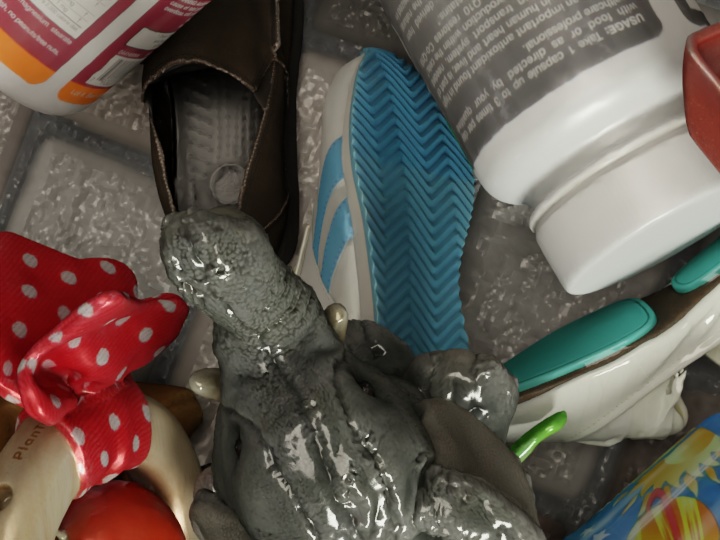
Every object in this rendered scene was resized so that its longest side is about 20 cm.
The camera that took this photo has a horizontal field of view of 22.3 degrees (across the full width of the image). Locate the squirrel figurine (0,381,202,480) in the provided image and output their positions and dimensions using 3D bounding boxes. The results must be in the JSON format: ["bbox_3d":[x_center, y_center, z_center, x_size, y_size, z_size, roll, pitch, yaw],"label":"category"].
[{"bbox_3d":[-0.191,0.079,0.749,0.142,0.187,0.200,42,93,10],"label":"squirrel figurine"}]

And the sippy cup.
[{"bbox_3d":[0.137,0.134,0.722,0.130,0.140,0.178,-50,123,-2],"label":"sippy cup"}]

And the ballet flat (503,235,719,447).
[{"bbox_3d":[0.137,0.032,0.768,0.200,0.069,0.069,-33,81,4],"label":"ballet flat"}]

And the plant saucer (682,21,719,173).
[{"bbox_3d":[0.220,-0.023,0.709,0.200,0.200,0.037,52,129,10],"label":"plant saucer"}]

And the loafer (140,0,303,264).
[{"bbox_3d":[-0.062,-0.094,0.801,0.073,0.071,0.200,-10,84,8],"label":"loafer"}]

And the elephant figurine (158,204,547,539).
[{"bbox_3d":[-0.007,0.078,0.612,0.155,0.200,0.142,25,87,6],"label":"elephant figurine"}]

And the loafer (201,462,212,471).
[{"bbox_3d":[-0.121,0.149,0.791,0.200,0.072,0.073,-41,121,1],"label":"loafer"}]

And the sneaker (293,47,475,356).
[{"bbox_3d":[0.000,0.000,0.780,0.081,0.076,0.200,-20,62,44],"label":"sneaker"}]

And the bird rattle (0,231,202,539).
[{"bbox_3d":[-0.111,0.095,0.680,0.113,0.163,0.200,-1,63,22],"label":"bird rattle"}]

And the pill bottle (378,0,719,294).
[{"bbox_3d":[0.078,-0.099,0.752,0.113,0.113,0.200,-29,77,6],"label":"pill bottle"}]

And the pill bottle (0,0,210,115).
[{"bbox_3d":[-0.081,-0.162,0.725,0.200,0.110,0.110,-38,80,18],"label":"pill bottle"}]
